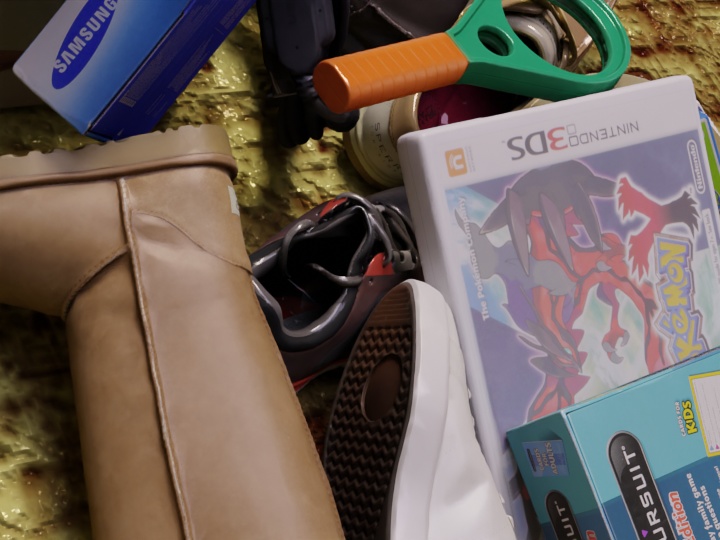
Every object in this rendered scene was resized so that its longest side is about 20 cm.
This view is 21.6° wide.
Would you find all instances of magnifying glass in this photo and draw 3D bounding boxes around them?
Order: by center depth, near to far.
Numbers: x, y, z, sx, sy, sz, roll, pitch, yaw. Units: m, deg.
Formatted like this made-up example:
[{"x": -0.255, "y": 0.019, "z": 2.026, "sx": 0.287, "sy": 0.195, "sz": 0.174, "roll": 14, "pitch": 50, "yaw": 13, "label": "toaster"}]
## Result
[{"x": 0.056, "y": -0.103, "z": 0.893, "sx": 0.199, "sy": 0.022, "sz": 0.080, "roll": -18, "pitch": 65, "yaw": -44, "label": "magnifying glass"}]

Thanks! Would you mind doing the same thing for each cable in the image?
[{"x": -0.033, "y": -0.162, "z": 0.914, "sx": 0.050, "sy": 0.163, "sz": 0.202, "roll": -10, "pitch": 93, "yaw": -3, "label": "cable"}]

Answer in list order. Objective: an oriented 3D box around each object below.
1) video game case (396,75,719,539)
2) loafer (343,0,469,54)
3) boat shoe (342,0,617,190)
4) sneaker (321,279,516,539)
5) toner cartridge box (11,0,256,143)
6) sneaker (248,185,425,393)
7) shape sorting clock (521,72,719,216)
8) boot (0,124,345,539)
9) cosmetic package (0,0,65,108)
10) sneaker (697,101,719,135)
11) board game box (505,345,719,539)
[{"x": 0.110, "y": 0.020, "z": 0.887, "sx": 0.181, "sy": 0.023, "sz": 0.202, "roll": -15, "pitch": 95, "yaw": -37, "label": "video game case"}, {"x": 0.012, "y": -0.155, "z": 1.022, "sx": 0.199, "sy": 0.071, "sz": 0.073, "roll": 24, "pitch": 43, "yaw": -14, "label": "loafer"}, {"x": 0.079, "y": -0.111, "z": 0.986, "sx": 0.200, "sy": 0.066, "sz": 0.074, "roll": -45, "pitch": 106, "yaw": -26, "label": "boat shoe"}, {"x": 0.033, "y": 0.105, "z": 0.803, "sx": 0.084, "sy": 0.073, "sz": 0.202, "roll": 17, "pitch": 62, "yaw": -29, "label": "sneaker"}, {"x": -0.057, "y": -0.142, "z": 0.787, "sx": 0.043, "sy": 0.200, "sz": 0.095, "roll": 40, "pitch": 2, "yaw": 5, "label": "toner cartridge box"}, {"x": 0.000, "y": 0.000, "z": 0.867, "sx": 0.077, "sy": 0.082, "sz": 0.200, "roll": 45, "pitch": 42, "yaw": 9, "label": "sneaker"}, {"x": 0.134, "y": 0.000, "z": 0.946, "sx": 0.199, "sy": 0.039, "sz": 0.202, "roll": 4, "pitch": 83, "yaw": -36, "label": "shape sorting clock"}, {"x": -0.108, "y": 0.052, "z": 0.750, "sx": 0.174, "sy": 0.066, "sz": 0.202, "roll": -14, "pitch": 74, "yaw": 0, "label": "boot"}, {"x": -0.168, "y": -0.138, "z": 0.873, "sx": 0.199, "sy": 0.087, "sz": 0.104, "roll": -8, "pitch": 57, "yaw": -38, "label": "cosmetic package"}, {"x": 0.145, "y": -0.040, "z": 1.009, "sx": 0.199, "sy": 0.075, "sz": 0.088, "roll": -19, "pitch": 65, "yaw": -42, "label": "sneaker"}, {"x": 0.177, "y": 0.111, "z": 0.864, "sx": 0.199, "sy": 0.047, "sz": 0.152, "roll": -17, "pitch": 84, "yaw": -34, "label": "board game box"}]
